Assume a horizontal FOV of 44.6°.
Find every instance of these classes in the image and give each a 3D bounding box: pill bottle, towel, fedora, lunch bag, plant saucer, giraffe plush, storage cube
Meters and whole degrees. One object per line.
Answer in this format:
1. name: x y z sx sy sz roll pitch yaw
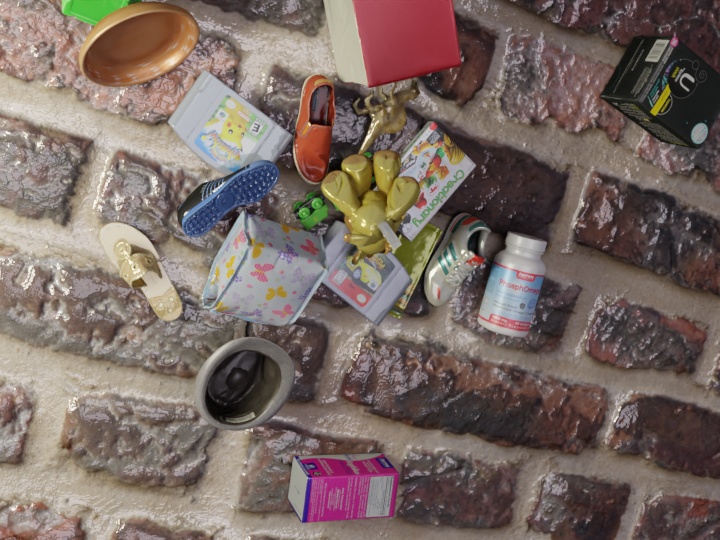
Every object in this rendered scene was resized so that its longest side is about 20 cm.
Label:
1. pill bottle: 0.316 0.027 1.802 0.108 0.109 0.201 10 100 -23
2. towel: 0.088 -0.007 1.757 0.086 0.018 0.201 24 94 -25
3. fedora: -0.223 0.201 1.653 0.176 0.090 0.201 26 100 -23
4. lunch bag: -0.179 0.010 1.599 0.169 0.127 0.200 15 126 -26
5. plant saucer: -0.358 -0.367 1.413 0.199 0.200 0.038 -22 78 -14
6. giraffe plush: 0.024 -0.098 1.609 0.172 0.162 0.201 -13 70 -6
7. storage cube: 0.052 -0.432 1.548 0.179 0.171 0.201 -17 110 -14

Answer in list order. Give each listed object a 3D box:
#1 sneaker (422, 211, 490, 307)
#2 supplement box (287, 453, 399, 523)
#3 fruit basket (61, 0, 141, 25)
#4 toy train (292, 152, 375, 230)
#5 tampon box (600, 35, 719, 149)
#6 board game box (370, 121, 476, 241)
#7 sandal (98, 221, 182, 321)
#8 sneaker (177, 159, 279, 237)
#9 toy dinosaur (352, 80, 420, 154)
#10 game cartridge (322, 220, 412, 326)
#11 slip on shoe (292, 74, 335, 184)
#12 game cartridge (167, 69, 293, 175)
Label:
1. sneaker: 0.196 -0.015 1.749 0.070 0.093 0.200 22 94 -33
2. supplement box: -0.034 0.439 1.782 0.199 0.101 0.104 4 102 -22
3. fruit basket: -0.376 -0.504 1.377 0.155 0.216 0.216 17 97 -21
4. toy train: -0.038 -0.149 1.653 0.200 0.042 0.056 -35 127 -4
5. tampon box: 0.632 -0.367 1.809 0.199 0.126 0.150 27 94 -25
6. board game box: 0.115 -0.173 1.708 0.126 0.035 0.200 41 87 -19
7. sandal: -0.379 0.006 1.553 0.077 0.070 0.212 -35 113 -9
8. sneaker: -0.239 -0.141 1.551 0.200 0.078 0.070 -33 131 -2
9. toy dinosaur: 0.038 -0.290 1.641 0.101 0.058 0.200 41 88 -26
10. game cartridge: 0.000 0.000 1.707 0.200 0.041 0.133 38 85 -20
11. slip on shoe: -0.081 -0.255 1.604 0.074 0.061 0.201 0 105 -23
12. game cartridge: -0.233 -0.243 1.563 0.200 0.040 0.134 34 94 -25
